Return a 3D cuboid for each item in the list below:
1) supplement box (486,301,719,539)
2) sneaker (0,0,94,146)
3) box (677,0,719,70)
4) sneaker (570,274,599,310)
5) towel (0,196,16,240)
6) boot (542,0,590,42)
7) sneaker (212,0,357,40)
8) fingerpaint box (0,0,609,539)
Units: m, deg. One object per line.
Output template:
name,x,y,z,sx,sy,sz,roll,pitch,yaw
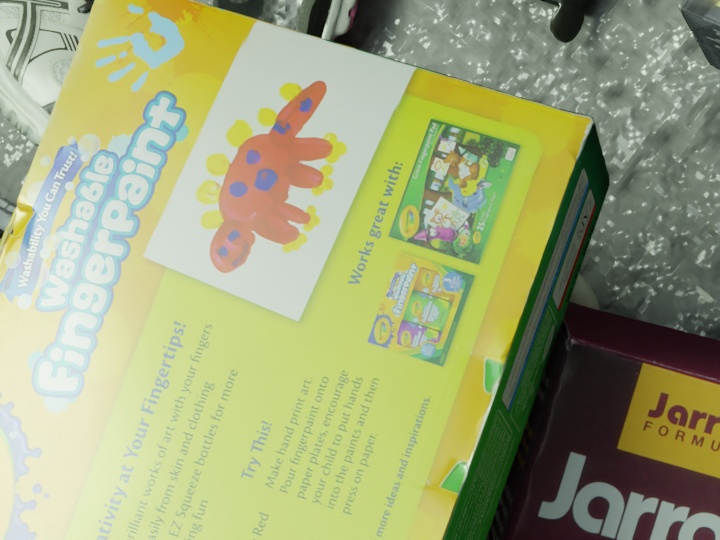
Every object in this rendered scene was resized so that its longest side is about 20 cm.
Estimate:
supplement box,0.088,0.122,0.873,0.110,0.086,0.201,16,98,-2
sneaker,-0.126,-0.122,1.089,0.088,0.076,0.200,-41,64,14
box,0.232,-0.110,0.884,0.200,0.049,0.161,27,77,34
sneaker,0.000,0.000,0.995,0.199,0.084,0.075,11,107,17
towel,-0.235,0.018,1.110,0.200,0.086,0.166,32,95,30
boot,0.035,-0.192,1.023,0.200,0.077,0.139,32,99,31
sneaker,-0.051,-0.160,1.026,0.074,0.087,0.201,15,105,53
fingerpaint box,-0.033,0.031,0.812,0.166,0.073,0.201,17,79,14
